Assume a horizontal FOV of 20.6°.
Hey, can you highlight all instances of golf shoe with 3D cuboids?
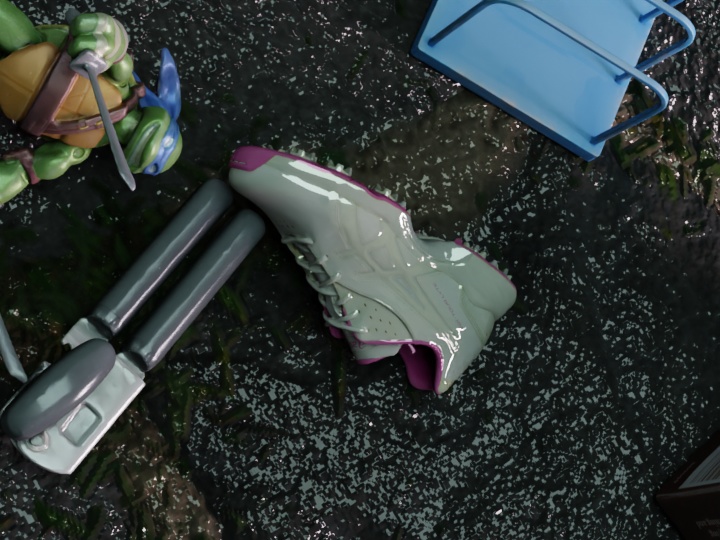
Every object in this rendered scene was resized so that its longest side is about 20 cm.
[{"bbox_3d":[0.000,0.000,1.144,0.199,0.075,0.092,31,80,-24],"label":"golf shoe"}]

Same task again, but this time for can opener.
[{"bbox_3d":[-0.123,0.030,1.105,0.053,0.066,0.200,44,63,-10],"label":"can opener"}]

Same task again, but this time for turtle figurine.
[{"bbox_3d":[-0.192,-0.090,1.049,0.193,0.144,0.201,32,58,-5],"label":"turtle figurine"}]

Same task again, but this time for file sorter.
[{"bbox_3d":[0.148,-0.199,1.221,0.138,0.123,0.201,29,70,-15],"label":"file sorter"}]

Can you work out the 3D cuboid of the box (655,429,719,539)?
[{"bbox_3d":[0.323,0.157,1.200,0.164,0.166,0.201,-39,96,-24],"label":"box"}]
